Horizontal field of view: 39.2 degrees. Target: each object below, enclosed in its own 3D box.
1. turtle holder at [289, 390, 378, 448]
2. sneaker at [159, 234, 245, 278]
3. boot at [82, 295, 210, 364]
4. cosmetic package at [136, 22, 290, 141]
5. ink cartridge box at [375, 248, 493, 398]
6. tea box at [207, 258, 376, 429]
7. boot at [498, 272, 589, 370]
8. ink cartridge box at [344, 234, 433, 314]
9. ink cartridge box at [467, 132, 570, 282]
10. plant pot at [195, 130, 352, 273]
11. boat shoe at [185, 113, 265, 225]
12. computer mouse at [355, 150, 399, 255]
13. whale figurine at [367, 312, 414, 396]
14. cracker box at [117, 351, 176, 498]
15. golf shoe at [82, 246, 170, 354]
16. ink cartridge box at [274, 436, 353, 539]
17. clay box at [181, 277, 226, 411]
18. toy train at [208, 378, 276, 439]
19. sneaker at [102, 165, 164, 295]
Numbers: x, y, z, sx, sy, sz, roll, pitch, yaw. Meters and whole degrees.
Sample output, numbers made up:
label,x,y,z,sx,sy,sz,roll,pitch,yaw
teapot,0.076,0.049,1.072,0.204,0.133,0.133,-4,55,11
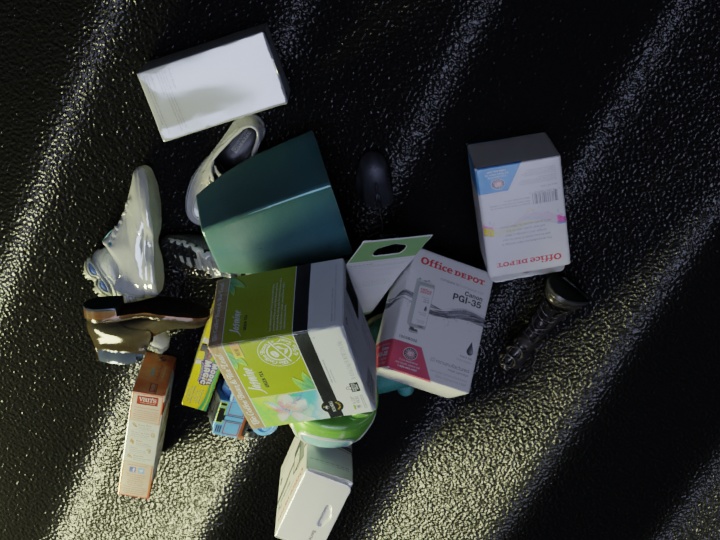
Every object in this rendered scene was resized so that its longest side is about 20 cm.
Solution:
label,x,y,z,sx,sy,sz,roll,pitch,yaw
turtle holder,-0.067,0.219,1.597,0.184,0.141,0.132,-13,145,-22
sneaker,-0.219,-0.031,1.600,0.199,0.091,0.067,11,133,21
boot,-0.328,0.095,1.571,0.198,0.075,0.098,4,112,8
cosmetic package,-0.213,-0.277,1.487,0.199,0.081,0.114,-15,113,4
ink cartridge box,0.112,0.081,1.580,0.146,0.083,0.201,19,73,-14
tea box,-0.093,0.109,1.463,0.195,0.134,0.201,-10,135,11
boot,0.283,0.091,1.602,0.069,0.200,0.174,43,102,16
ink cartridge box,0.000,0.000,1.527,0.145,0.048,0.200,-7,144,-41
ink cartridge box,0.241,-0.090,1.549,0.128,0.125,0.201,-8,114,3
plant pot,-0.135,-0.087,1.504,0.199,0.142,0.142,-18,133,0
boat shoe,-0.208,-0.148,1.548,0.072,0.066,0.200,35,108,-15
computer mouse,0.029,-0.091,1.595,0.058,0.034,0.201,-9,113,2
whale figurine,0.029,0.162,1.663,0.200,0.104,0.159,-41,108,16
cracker box,-0.353,0.255,1.679,0.057,0.134,0.201,10,113,-5
golf shoe,-0.353,0.042,1.624,0.097,0.078,0.201,-32,111,5
ink cartridge box,-0.076,0.341,1.684,0.083,0.200,0.146,20,111,-9
clay box,-0.233,0.111,1.631,0.047,0.115,0.201,19,112,-9
toy train,-0.178,0.189,1.672,0.113,0.087,0.201,13,113,-19
sneaker,-0.354,-0.061,1.559,0.088,0.075,0.202,0,92,6
